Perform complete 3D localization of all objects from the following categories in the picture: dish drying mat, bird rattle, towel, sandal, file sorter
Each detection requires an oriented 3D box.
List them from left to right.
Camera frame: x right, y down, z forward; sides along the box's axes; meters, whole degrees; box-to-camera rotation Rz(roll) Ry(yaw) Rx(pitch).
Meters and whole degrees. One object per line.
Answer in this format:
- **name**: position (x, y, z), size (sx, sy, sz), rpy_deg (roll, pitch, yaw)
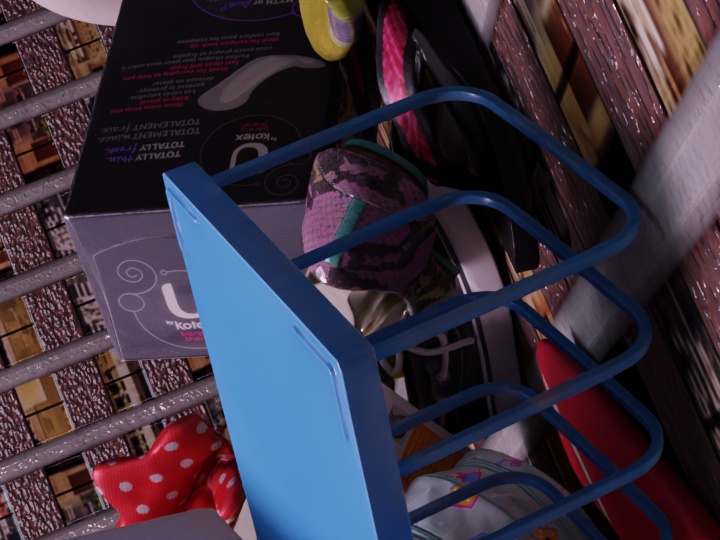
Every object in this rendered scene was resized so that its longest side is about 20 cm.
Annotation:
- **bird rattle**: position (-0.048, 0.101, 1.021), size (0.113, 0.163, 0.200), rpy_deg (29, 167, 34)
- **towel**: position (-0.019, -0.166, 0.826), size (0.200, 0.023, 0.144), rpy_deg (-154, 57, -87)
- **sandal**: position (0.023, -0.083, 0.802), size (0.075, 0.045, 0.200), rpy_deg (87, 161, -71)
- **file sorter**: position (0.029, 0.055, 0.694), size (0.139, 0.123, 0.200), rpy_deg (44, 152, 50)
- **dish drying mat**: position (0.114, 0.096, 0.758), size (0.200, 0.018, 0.077), rpy_deg (-121, 12, -64)

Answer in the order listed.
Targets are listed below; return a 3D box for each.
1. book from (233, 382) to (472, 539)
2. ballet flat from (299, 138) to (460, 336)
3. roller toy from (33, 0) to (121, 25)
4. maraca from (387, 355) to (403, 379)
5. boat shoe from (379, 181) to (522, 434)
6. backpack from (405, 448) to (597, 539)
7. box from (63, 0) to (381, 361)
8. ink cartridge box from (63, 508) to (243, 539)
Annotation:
- **book**: position (0.009, 0.141, 0.996), size (0.048, 0.134, 0.200), rpy_deg (11, 162, 34)
- **ballet flat**: position (0.000, 0.000, 0.825), size (0.069, 0.071, 0.200), rpy_deg (29, 174, 8)
- **roller toy**: position (-0.148, -0.246, 1.181), size (0.182, 0.200, 0.140), rpy_deg (33, -173, -18)
- **maraca**: position (-0.028, 0.001, 1.093), size (0.200, 0.107, 0.137), rpy_deg (20, -162, -38)
- **boat shoe**: position (0.034, 0.018, 0.988), size (0.199, 0.068, 0.074), rpy_deg (75, 172, -54)
- **backpack**: position (0.067, 0.188, 0.941), size (0.167, 0.127, 0.200), rpy_deg (6, 132, 49)
- **box**: position (-0.061, -0.062, 0.978), size (0.200, 0.122, 0.106), rpy_deg (-83, -15, -44)
- **ink cartridge box**: position (-0.064, 0.216, 0.765), size (0.145, 0.084, 0.200), rpy_deg (-149, 52, -61)
